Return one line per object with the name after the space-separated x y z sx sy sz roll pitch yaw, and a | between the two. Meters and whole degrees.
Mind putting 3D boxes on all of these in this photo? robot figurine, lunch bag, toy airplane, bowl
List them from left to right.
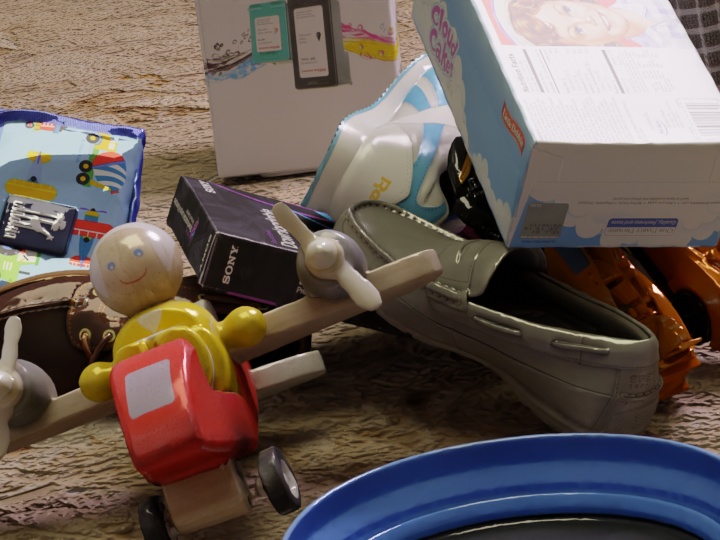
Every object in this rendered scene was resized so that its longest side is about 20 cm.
-0.214 -0.014 1.475 0.199 0.094 0.151 3 62 12 | lunch bag
-0.084 0.039 1.211 0.200 0.142 0.199 -32 14 -37 | toy airplane
0.067 0.120 1.046 0.200 0.040 0.201 -7 15 2 | bowl
0.136 -0.024 1.320 0.145 0.058 0.200 -17 56 -31 | robot figurine

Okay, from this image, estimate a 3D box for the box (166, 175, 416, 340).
0.000 0.000 1.376 0.199 0.036 0.143 13 11 -15 | box

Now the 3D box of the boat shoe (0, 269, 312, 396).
-0.125 0.037 1.377 0.199 0.071 0.070 -8 19 -5 | boat shoe

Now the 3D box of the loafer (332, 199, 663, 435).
0.068 0.012 1.253 0.200 0.070 0.070 32 37 28 | loafer

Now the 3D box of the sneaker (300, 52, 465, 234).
0.037 -0.062 1.421 0.081 0.077 0.200 31 31 7 | sneaker

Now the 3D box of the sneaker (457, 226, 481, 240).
0.056 -0.049 1.521 0.200 0.081 0.088 11 58 48 | sneaker

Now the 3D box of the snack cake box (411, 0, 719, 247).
0.107 -0.098 1.290 0.115 0.067 0.200 -1 40 -16 | snack cake box

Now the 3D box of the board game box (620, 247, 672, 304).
0.165 -0.037 1.449 0.126 0.035 0.200 35 30 12 | board game box

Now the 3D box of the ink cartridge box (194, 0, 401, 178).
-0.045 -0.186 1.900 0.145 0.201 0.147 -6 15 2 | ink cartridge box

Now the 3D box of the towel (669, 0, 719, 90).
0.191 -0.130 1.652 0.085 0.166 0.200 -22 20 -26 | towel
